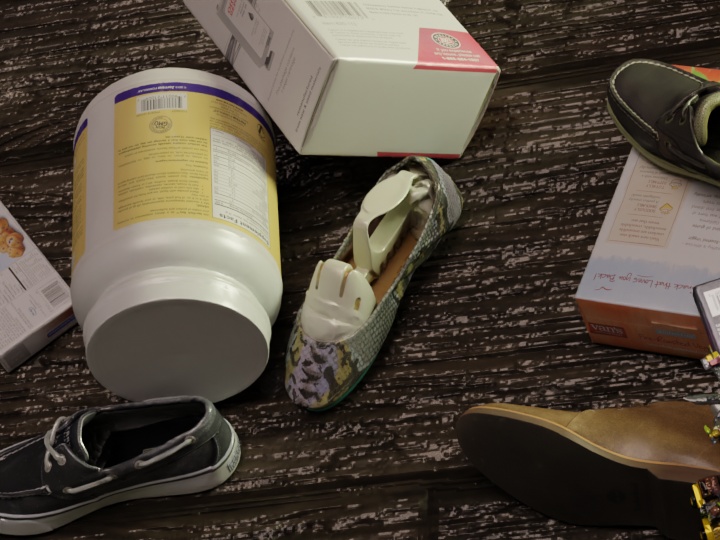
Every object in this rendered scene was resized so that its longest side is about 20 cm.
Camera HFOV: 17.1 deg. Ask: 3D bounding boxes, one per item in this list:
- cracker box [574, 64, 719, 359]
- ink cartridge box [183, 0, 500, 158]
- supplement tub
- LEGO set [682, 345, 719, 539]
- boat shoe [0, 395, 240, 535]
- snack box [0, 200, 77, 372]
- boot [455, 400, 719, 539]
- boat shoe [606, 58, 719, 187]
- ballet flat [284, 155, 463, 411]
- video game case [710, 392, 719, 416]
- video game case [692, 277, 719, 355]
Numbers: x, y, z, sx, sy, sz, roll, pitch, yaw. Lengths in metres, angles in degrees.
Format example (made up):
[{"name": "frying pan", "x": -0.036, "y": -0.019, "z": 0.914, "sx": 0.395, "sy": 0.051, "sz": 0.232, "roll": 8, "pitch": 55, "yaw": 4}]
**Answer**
[{"name": "cracker box", "x": 0.237, "y": -0.037, "z": 1.574, "sx": 0.133, "sy": 0.058, "sz": 0.200, "roll": 9, "pitch": 58, "yaw": 26}, {"name": "ink cartridge box", "x": -0.016, "y": -0.170, "z": 1.712, "sx": 0.146, "sy": 0.083, "sz": 0.200, "roll": -1, "pitch": 38, "yaw": -34}, {"name": "supplement tub", "x": -0.126, "y": -0.022, "z": 1.643, "sx": 0.145, "sy": 0.146, "sz": 0.201, "roll": -13, "pitch": 51, "yaw": 11}, {"name": "LEGO set", "x": 0.285, "y": 0.111, "z": 1.339, "sx": 0.199, "sy": 0.116, "sz": 0.154, "roll": -6, "pitch": 67, "yaw": 5}, {"name": "boat shoe", "x": -0.183, "y": 0.124, "z": 1.604, "sx": 0.199, "sy": 0.068, "sz": 0.072, "roll": -10, "pitch": 51, "yaw": 14}, {"name": "snack box", "x": -0.279, "y": -0.010, "z": 1.771, "sx": 0.072, "sy": 0.024, "sz": 0.200, "roll": -37, "pitch": 51, "yaw": -7}, {"name": "boot", "x": 0.159, "y": 0.113, "z": 1.493, "sx": 0.199, "sy": 0.074, "sz": 0.076, "roll": 13, "pitch": 45, "yaw": 21}, {"name": "boat shoe", "x": 0.232, "y": -0.090, "z": 1.534, "sx": 0.072, "sy": 0.066, "sz": 0.201, "roll": -40, "pitch": 52, "yaw": -12}, {"name": "ballet flat", "x": 0.000, "y": 0.000, "z": 1.630, "sx": 0.072, "sy": 0.072, "sz": 0.201, "roll": 18, "pitch": 63, "yaw": 31}, {"name": "video game case", "x": 0.330, "y": 0.081, "z": 1.420, "sx": 0.200, "sy": 0.018, "sz": 0.143, "roll": -32, "pitch": 67, "yaw": -6}, {"name": "video game case", "x": 0.300, "y": 0.079, "z": 1.444, "sx": 0.142, "sy": 0.019, "sz": 0.201, "roll": -17, "pitch": 67, "yaw": 0}]
